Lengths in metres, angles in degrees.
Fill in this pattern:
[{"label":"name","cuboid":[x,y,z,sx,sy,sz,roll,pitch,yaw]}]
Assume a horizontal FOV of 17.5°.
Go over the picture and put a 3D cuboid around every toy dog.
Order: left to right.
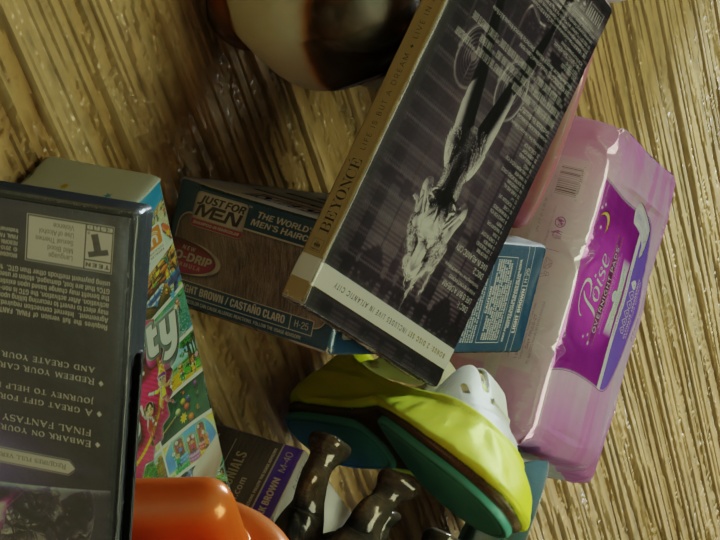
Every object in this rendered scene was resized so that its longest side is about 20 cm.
[{"label":"toy dog","cuboid":[0.013,-0.174,1.055,0.194,0.139,0.201,34,72,-52]}]

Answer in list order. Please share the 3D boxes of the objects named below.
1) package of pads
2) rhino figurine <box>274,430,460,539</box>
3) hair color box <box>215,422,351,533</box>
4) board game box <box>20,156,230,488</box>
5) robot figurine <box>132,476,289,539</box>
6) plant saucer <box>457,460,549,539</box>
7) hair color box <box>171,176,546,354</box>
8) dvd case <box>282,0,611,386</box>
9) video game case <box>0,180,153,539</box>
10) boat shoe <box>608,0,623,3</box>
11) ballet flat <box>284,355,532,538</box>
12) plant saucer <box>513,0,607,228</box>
[{"label":"package of pads","cuboid":[0.113,0.017,1.363,0.120,0.075,0.201,31,74,-61]},{"label":"rhino figurine","cuboid":[0.007,0.158,1.124,0.088,0.060,0.200,-63,150,-18]},{"label":"hair color box","cuboid":[-0.039,0.174,1.172,0.110,0.065,0.200,-63,146,-22]},{"label":"board game box","cuboid":[-0.129,0.077,0.978,0.148,0.064,0.201,-49,140,-42]},{"label":"robot figurine","cuboid":[-0.069,0.172,0.942,0.116,0.144,0.200,-28,133,-18]},{"label":"plant saucer","cuboid":[0.052,0.193,1.300,0.200,0.027,0.201,24,90,-88]},{"label":"hair color box","cuboid":[0.000,0.000,1.133,0.200,0.100,0.061,4,101,-60]},{"label":"dvd case","cuboid":[0.043,-0.057,1.044,0.201,0.016,0.149,-65,151,-5]},{"label":"video game case","cuboid":[-0.150,0.064,0.855,0.019,0.142,0.201,-34,131,-68]},{"label":"boat shoe","cuboid":[0.166,-0.245,1.364,0.200,0.070,0.066,-61,139,-28]},{"label":"ballet flat","cuboid":[0.032,0.072,1.130,0.067,0.200,0.067,-45,117,-16]},{"label":"plant saucer","cuboid":[0.088,-0.124,1.218,0.201,0.051,0.201,-166,-90,-88]}]
